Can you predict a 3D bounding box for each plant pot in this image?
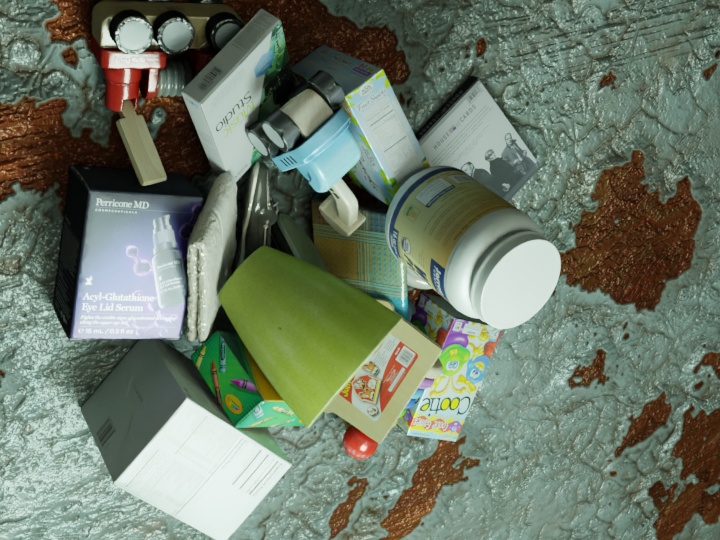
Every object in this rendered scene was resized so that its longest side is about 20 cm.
[{"bbox_3d":[-0.081,0.068,1.317,0.200,0.187,0.187,40,89,4],"label":"plant pot"}]

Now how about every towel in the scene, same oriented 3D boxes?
[{"bbox_3d":[0.000,0.000,1.445,0.022,0.146,0.201,-47,142,-53],"label":"towel"},{"bbox_3d":[-0.190,-0.011,1.307,0.034,0.133,0.200,12,138,2],"label":"towel"}]

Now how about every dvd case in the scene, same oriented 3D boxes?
[{"bbox_3d":[0.173,-0.171,1.532,0.150,0.025,0.200,-46,125,-4],"label":"dvd case"}]

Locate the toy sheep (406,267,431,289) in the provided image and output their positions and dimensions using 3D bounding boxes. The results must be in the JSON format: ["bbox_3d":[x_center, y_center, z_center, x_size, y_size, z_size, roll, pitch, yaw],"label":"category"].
[{"bbox_3d":[0.094,-0.038,1.468,0.137,0.200,0.138,2,75,-7],"label":"toy sheep"}]

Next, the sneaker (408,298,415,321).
[{"bbox_3d":[0.039,0.040,1.528,0.084,0.075,0.200,-26,127,-28],"label":"sneaker"}]

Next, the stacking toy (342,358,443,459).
[{"bbox_3d":[0.040,0.202,1.525,0.085,0.085,0.200,20,110,-34],"label":"stacking toy"}]

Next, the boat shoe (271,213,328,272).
[{"bbox_3d":[-0.075,0.017,1.420,0.060,0.072,0.201,-31,93,22],"label":"boat shoe"}]

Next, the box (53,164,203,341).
[{"bbox_3d":[-0.296,-0.022,1.283,0.148,0.104,0.201,1,112,-29],"label":"box"}]

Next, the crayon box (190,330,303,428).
[{"bbox_3d":[-0.132,0.151,1.391,0.058,0.119,0.200,-42,159,14],"label":"crayon box"}]

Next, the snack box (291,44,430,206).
[{"bbox_3d":[0.007,-0.185,1.341,0.068,0.169,0.200,-39,126,-10],"label":"snack box"}]

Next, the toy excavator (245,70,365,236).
[{"bbox_3d":[-0.046,-0.130,1.283,0.100,0.194,0.200,-43,103,-17],"label":"toy excavator"}]

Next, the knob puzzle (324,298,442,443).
[{"bbox_3d":[-0.004,0.123,1.469,0.030,0.219,0.220,-25,133,-66],"label":"knob puzzle"}]

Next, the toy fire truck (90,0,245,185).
[{"bbox_3d":[-0.232,-0.221,1.230,0.176,0.129,0.200,-6,126,-28],"label":"toy fire truck"}]

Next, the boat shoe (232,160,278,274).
[{"bbox_3d":[-0.135,-0.053,1.380,0.057,0.067,0.201,6,117,-14],"label":"boat shoe"}]

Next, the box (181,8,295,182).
[{"bbox_3d":[-0.141,-0.207,1.250,0.144,0.036,0.200,-50,164,-15],"label":"box"}]

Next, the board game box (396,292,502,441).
[{"bbox_3d":[0.123,0.153,1.602,0.105,0.103,0.200,13,105,-33],"label":"board game box"}]

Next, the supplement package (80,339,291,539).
[{"bbox_3d":[-0.238,0.225,1.374,0.147,0.191,0.200,-49,125,0],"label":"supplement package"}]

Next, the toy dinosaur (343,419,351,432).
[{"bbox_3d":[-0.030,0.166,1.561,0.101,0.058,0.200,-26,115,0],"label":"toy dinosaur"}]

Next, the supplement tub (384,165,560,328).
[{"bbox_3d":[0.138,-0.030,1.264,0.144,0.200,0.145,-19,128,-26],"label":"supplement tub"}]
